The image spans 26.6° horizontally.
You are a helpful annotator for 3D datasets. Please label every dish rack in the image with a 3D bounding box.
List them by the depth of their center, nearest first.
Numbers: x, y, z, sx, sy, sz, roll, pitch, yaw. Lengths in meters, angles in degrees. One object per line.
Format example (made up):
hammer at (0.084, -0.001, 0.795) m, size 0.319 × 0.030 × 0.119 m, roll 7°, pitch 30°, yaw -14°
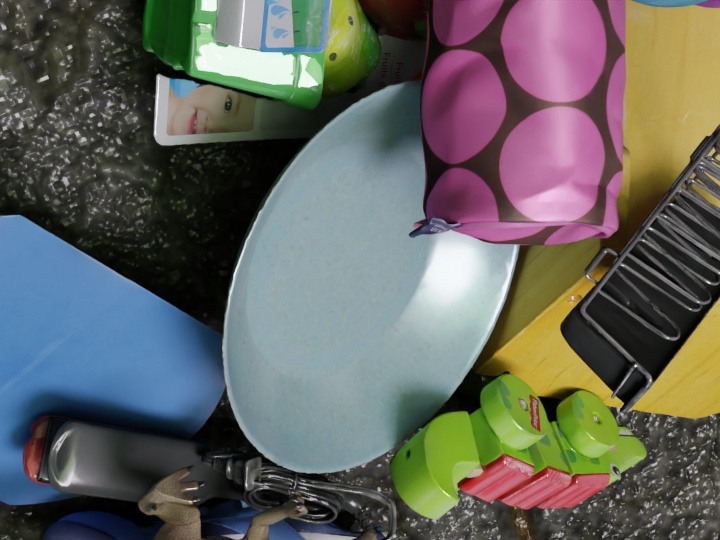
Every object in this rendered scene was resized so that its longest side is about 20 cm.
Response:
dish rack at (0.167, -0.046, 0.644) m, size 0.055 × 0.153 × 0.200 m, roll 39°, pitch 130°, yaw 9°

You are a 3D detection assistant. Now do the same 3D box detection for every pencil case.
pencil case at (0.065, -0.111, 0.661) m, size 0.091 × 0.094 × 0.200 m, roll 1°, pitch 92°, yaw -41°

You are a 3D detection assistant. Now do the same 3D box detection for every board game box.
board game box at (-0.166, 0.038, 0.740) m, size 0.158 × 0.039 × 0.200 m, roll -38°, pitch 131°, yaw 21°

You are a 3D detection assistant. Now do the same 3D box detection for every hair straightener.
hair straightener at (-0.062, 0.111, 0.755) m, size 0.200 × 0.077 × 0.041 m, roll 20°, pitch 81°, yaw -27°

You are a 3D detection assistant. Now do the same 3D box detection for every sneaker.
sneaker at (-0.070, 0.158, 0.816) m, size 0.200 × 0.082 × 0.074 m, roll 16°, pitch 140°, yaw -11°

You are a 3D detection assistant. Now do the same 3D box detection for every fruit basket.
fruit basket at (0.003, -0.148, 0.711) m, size 0.200 × 0.094 × 0.185 m, roll -1°, pitch 110°, yaw -24°

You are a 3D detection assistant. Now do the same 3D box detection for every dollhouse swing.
dollhouse swing at (0.177, -0.039, 0.854) m, size 0.200 × 0.176 × 0.182 m, roll 9°, pitch 148°, yaw -25°

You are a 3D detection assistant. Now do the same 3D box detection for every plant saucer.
plant saucer at (0.000, 0.000, 0.735) m, size 0.201 × 0.039 × 0.201 m, roll -25°, pitch 127°, yaw -38°

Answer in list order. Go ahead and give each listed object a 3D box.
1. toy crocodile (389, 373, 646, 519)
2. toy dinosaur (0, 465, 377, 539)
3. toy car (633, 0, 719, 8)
toy crocodile at (0.092, 0.103, 0.830) m, size 0.067 × 0.062 × 0.200 m, roll -37°, pitch 149°, yaw 28°
toy dinosaur at (-0.083, 0.139, 0.718) m, size 0.200 × 0.058 × 0.101 m, roll 4°, pitch 149°, yaw -12°
toy car at (0.187, -0.197, 0.738) m, size 0.200 × 0.175 × 0.150 m, roll -30°, pitch 159°, yaw -24°
